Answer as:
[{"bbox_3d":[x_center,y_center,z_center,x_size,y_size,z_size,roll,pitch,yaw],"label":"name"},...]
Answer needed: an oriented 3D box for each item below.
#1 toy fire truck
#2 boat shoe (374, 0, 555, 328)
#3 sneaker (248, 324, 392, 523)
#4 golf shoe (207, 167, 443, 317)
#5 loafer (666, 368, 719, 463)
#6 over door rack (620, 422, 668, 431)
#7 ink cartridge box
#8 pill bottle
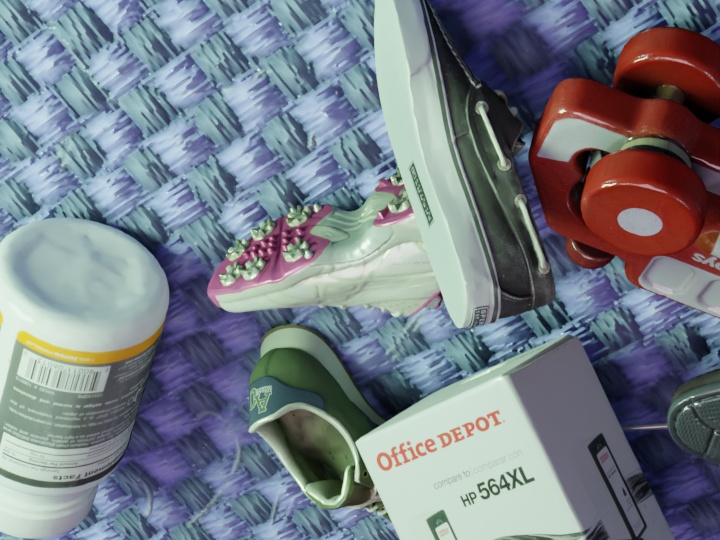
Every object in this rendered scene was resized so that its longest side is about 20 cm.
[{"bbox_3d":[0.186,-0.033,1.006,0.199,0.113,0.168,19,148,-2],"label":"toy fire truck"},{"bbox_3d":[0.057,-0.069,1.000,0.063,0.071,0.202,-14,82,-14],"label":"boat shoe"},{"bbox_3d":[-0.004,0.132,1.172,0.067,0.090,0.200,-33,111,30],"label":"sneaker"},{"bbox_3d":[0.000,0.000,1.092,0.199,0.076,0.092,-18,121,26],"label":"golf shoe"},{"bbox_3d":[0.283,0.073,1.063,0.198,0.063,0.072,-6,124,14],"label":"loafer"},{"bbox_3d":[0.211,0.160,1.148,0.198,0.067,0.149,2,124,14],"label":"over door rack"},{"bbox_3d":[0.104,0.161,1.102,0.146,0.084,0.201,-29,86,44],"label":"ink cartridge box"},{"bbox_3d":[-0.200,0.074,1.169,0.116,0.117,0.201,21,128,0],"label":"pill bottle"}]
